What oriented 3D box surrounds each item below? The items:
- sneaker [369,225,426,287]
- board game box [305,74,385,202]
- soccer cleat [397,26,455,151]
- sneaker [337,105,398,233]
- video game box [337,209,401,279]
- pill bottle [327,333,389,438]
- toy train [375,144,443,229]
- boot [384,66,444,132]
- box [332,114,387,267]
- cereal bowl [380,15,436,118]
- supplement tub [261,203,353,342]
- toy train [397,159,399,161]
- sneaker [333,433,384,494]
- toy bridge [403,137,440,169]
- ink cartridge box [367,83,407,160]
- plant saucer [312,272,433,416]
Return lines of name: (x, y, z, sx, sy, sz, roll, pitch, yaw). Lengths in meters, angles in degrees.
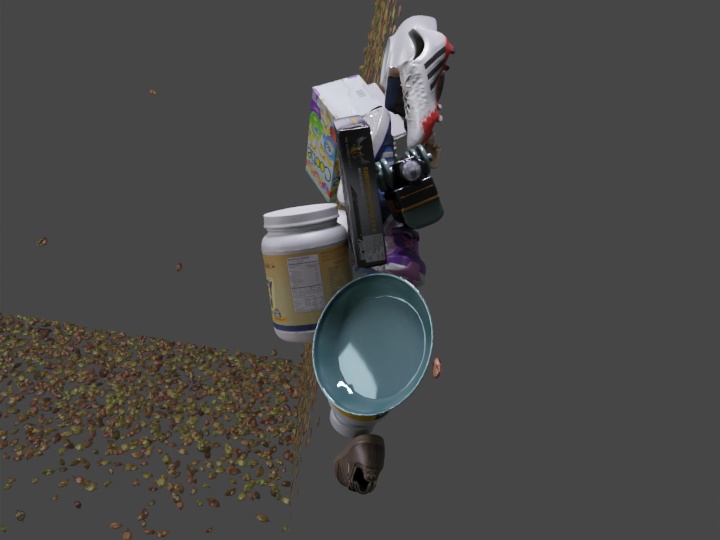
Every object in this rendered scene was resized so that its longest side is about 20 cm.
sneaker: (0.065, -0.029, 1.125, 0.200, 0.080, 0.090, -147, 81, -81)
board game box: (-0.032, -0.245, 1.338, 0.105, 0.102, 0.201, 54, 153, 30)
soccer cleat: (0.091, -0.289, 1.125, 0.068, 0.084, 0.203, -6, 68, 65)
sneaker: (0.045, -0.164, 1.231, 0.080, 0.146, 0.203, -7, 59, 48)
video game box: (0.000, 0.000, 1.309, 0.181, 0.046, 0.203, 7, -87, -55)
pill bottle: (0.007, 0.175, 1.136, 0.113, 0.110, 0.202, -88, 10, -51)
toy train: (0.071, -0.121, 1.081, 0.200, 0.084, 0.116, -146, 36, -83)
boot: (0.081, -0.307, 1.266, 0.200, 0.095, 0.076, 121, 158, -71)
box: (-0.002, -0.123, 1.065, 0.159, 0.048, 0.203, -104, 6, -73)
cereal bowl: (0.088, -0.410, 1.418, 0.200, 0.082, 0.204, -170, 90, -84)
supplement tub: (-0.083, 0.001, 1.146, 0.144, 0.142, 0.203, -118, 20, -79)
toy train: (0.026, -0.150, 1.345, 0.041, 0.056, 0.201, -31, -20, -34)
sneaker: (-0.008, 0.344, 1.195, 0.201, 0.069, 0.076, 108, 169, -54)
toy bridge: (0.104, -0.199, 1.206, 0.200, 0.027, 0.068, -168, 88, -82)
ink cartridge box: (0.020, -0.258, 1.460, 0.147, 0.083, 0.201, 57, 157, 22)
plant saucer: (0.022, 0.106, 1.004, 0.036, 0.197, 0.203, 27, -113, -54)
